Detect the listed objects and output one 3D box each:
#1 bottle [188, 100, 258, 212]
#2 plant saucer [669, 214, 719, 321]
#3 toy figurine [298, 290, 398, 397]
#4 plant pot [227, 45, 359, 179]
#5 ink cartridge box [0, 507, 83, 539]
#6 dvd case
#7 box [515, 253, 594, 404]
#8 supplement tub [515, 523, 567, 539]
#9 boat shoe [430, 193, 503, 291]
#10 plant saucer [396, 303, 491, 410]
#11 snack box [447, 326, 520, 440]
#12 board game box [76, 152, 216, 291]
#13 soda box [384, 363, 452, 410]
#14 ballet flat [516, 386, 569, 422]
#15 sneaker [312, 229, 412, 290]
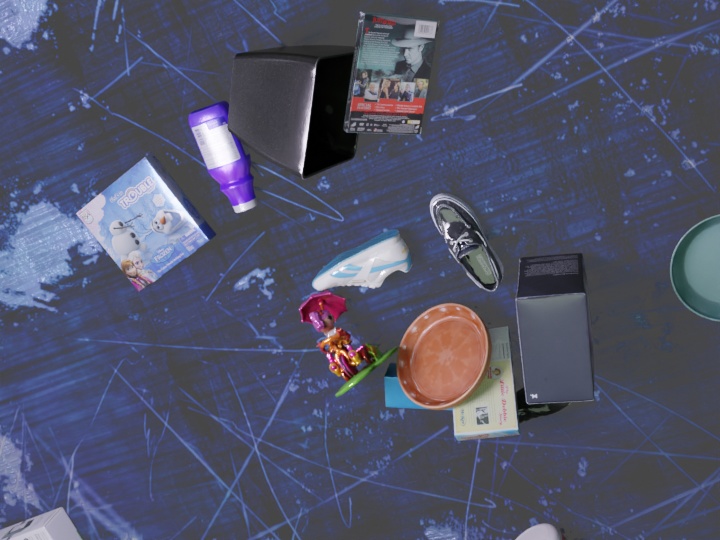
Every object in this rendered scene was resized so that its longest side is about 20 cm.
[{"bbox_3d":[-0.245,-0.207,1.687,0.083,0.065,0.201,-16,107,18],"label":"bottle"},{"bbox_3d":[0.637,-0.009,1.580,0.199,0.036,0.201,4,112,11],"label":"plant saucer"},{"bbox_3d":[-0.047,0.126,1.718,0.150,0.200,0.184,-39,86,14],"label":"toy figurine"},{"bbox_3d":[-0.115,-0.292,1.564,0.177,0.199,0.201,19,114,20],"label":"plant pot"},{"bbox_3d":[-0.747,0.654,2.118,0.199,0.084,0.146,-24,103,20],"label":"ink cartridge box"},{"bbox_3d":[0.052,-0.331,1.555,0.145,0.022,0.201,-3,116,-25],"label":"dvd case"},{"bbox_3d":[0.341,0.099,1.600,0.123,0.198,0.201,-5,110,14],"label":"box"},{"bbox_3d":[0.393,0.618,1.817,0.140,0.140,0.200,-39,98,23],"label":"supplement tub"},{"bbox_3d":[0.190,-0.048,1.648,0.072,0.068,0.200,-29,102,21],"label":"boat shoe"},{"bbox_3d":[0.155,0.160,1.689,0.200,0.201,0.032,-34,141,22],"label":"plant saucer"},{"bbox_3d":[0.225,0.207,1.681,0.116,0.201,0.037,-8,152,13],"label":"snack box"},{"bbox_3d":[-0.418,-0.091,1.782,0.200,0.043,0.199,-34,99,22],"label":"board game box"},{"bbox_3d":[0.149,0.224,1.763,0.199,0.064,0.068,1,110,12],"label":"soda box"},{"bbox_3d":[0.317,0.257,1.756,0.199,0.057,0.067,-22,77,14],"label":"ballet flat"},{"bbox_3d":[0.000,0.000,1.706,0.199,0.077,0.081,-24,106,22],"label":"sneaker"}]
